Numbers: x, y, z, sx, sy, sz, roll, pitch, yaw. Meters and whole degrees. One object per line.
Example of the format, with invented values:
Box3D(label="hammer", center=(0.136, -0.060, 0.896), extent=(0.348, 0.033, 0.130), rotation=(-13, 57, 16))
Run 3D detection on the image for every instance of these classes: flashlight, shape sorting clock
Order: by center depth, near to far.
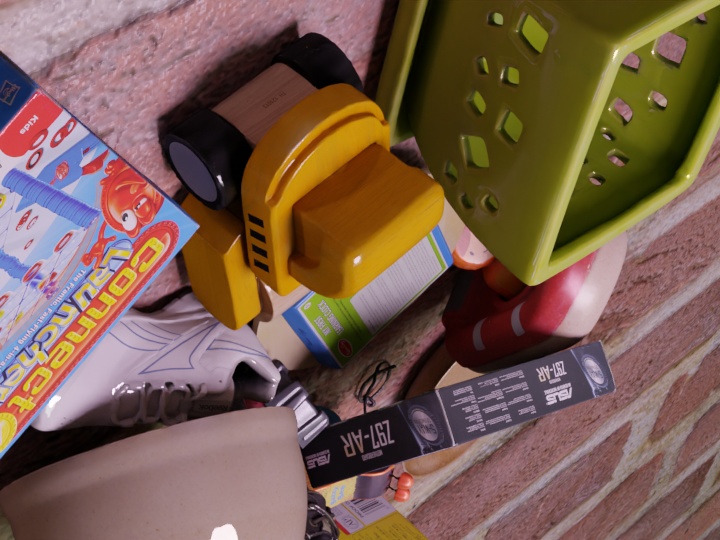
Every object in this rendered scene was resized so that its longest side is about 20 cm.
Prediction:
Box3D(label="flashlight", center=(-0.117, 0.151, 1.159), extent=(0.200, 0.068, 0.068), rotation=(-39, 118, -5))
Box3D(label="shape sorting clock", center=(0.000, 0.000, 1.185), extent=(0.200, 0.039, 0.200), rotation=(-36, 153, -21))

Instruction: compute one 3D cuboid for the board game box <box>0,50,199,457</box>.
Box3D(label="board game box", center=(-0.204, 0.003, 0.838), extent=(0.200, 0.056, 0.196), rotation=(-50, 154, -2))

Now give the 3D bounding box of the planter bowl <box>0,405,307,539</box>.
Box3D(label="planter bowl", center=(-0.120, 0.182, 1.022), extent=(0.200, 0.135, 0.200), rotation=(-17, 169, -3))

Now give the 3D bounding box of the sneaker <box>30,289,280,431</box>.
Box3D(label="sneaker", center=(-0.129, 0.065, 1.009), extent=(0.200, 0.087, 0.075), rotation=(-18, 140, -47))

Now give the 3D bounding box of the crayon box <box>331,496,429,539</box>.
Box3D(label="crayon box", center=(-0.042, 0.246, 1.345), extent=(0.200, 0.127, 0.051), rotation=(-15, 137, -49))

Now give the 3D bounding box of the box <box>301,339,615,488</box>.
Box3D(label="box", center=(0.075, 0.110, 1.217), extent=(0.200, 0.044, 0.160), rotation=(-12, 171, -45))

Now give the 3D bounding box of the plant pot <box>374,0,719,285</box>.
Box3D(label="plant pot", center=(0.130, -0.143, 1.045), extent=(0.200, 0.181, 0.199), rotation=(-28, 146, -38))

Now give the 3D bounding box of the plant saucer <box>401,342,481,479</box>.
Box3D(label="plant saucer", center=(0.098, 0.108, 1.492), extent=(0.200, 0.035, 0.200), rotation=(-38, 153, -24))

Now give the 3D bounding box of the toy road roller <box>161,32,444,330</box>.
Box3D(label="toy road roller", center=(-0.027, -0.031, 0.976), extent=(0.123, 0.146, 0.200), rotation=(-38, 152, -23))

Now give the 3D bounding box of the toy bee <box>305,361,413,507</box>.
Box3D(label="toy bee", center=(-0.015, 0.157, 1.293), extent=(0.200, 0.109, 0.131), rotation=(-43, 152, -15))

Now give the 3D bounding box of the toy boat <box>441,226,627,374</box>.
Box3D(label="toy boat", center=(0.121, -0.005, 1.291), extent=(0.200, 0.131, 0.131), rotation=(-28, -148, 53))

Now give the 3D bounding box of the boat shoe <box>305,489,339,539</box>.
Box3D(label="boat shoe", center=(-0.052, 0.192, 1.179), extent=(0.066, 0.201, 0.072), rotation=(-55, 145, -9))
